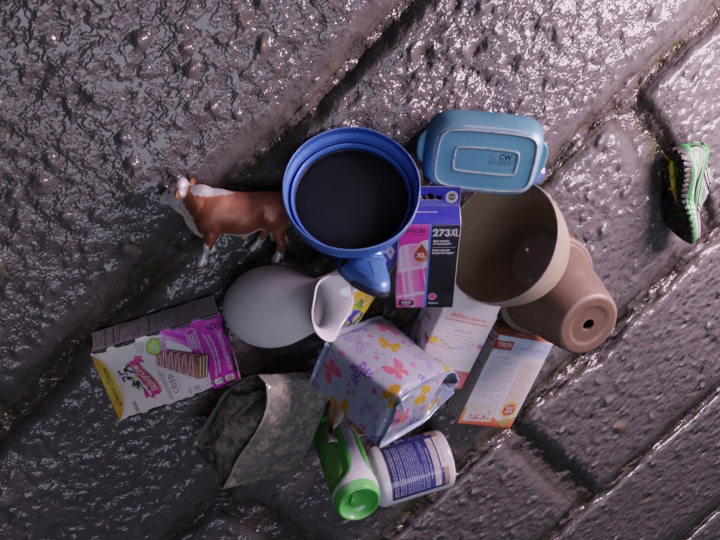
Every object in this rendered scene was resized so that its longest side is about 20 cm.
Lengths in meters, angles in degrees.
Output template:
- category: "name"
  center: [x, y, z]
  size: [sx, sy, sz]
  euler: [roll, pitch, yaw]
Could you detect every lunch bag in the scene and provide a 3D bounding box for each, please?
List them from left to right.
- category: "lunch bag"
  center: [-0.151, 0.241, 1.122]
  size: [0.163, 0.118, 0.202]
  euler: [10, 118, -52]
- category: "lunch bag"
  center: [0.046, 0.171, 1.108]
  size: [0.199, 0.169, 0.129]
  euler: [-17, 136, -50]

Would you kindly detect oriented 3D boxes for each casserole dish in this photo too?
- category: "casserole dish"
  center: [0.181, -0.167, 1.005]
  size: [0.196, 0.039, 0.123]
  euler: [5, 122, -3]

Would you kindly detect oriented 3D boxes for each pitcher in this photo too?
- category: "pitcher"
  center: [-0.095, 0.042, 1.030]
  size: [0.171, 0.197, 0.123]
  euler: [-37, 116, -48]

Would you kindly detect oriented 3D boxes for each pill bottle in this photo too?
- category: "pill bottle"
  center: [0.072, 0.382, 1.307]
  size: [0.197, 0.111, 0.113]
  euler: [-12, 120, -15]

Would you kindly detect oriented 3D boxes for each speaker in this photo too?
- category: "speaker"
  center: [-0.030, 0.327, 1.184]
  size: [0.087, 0.201, 0.090]
  euler: [-8, 122, -14]

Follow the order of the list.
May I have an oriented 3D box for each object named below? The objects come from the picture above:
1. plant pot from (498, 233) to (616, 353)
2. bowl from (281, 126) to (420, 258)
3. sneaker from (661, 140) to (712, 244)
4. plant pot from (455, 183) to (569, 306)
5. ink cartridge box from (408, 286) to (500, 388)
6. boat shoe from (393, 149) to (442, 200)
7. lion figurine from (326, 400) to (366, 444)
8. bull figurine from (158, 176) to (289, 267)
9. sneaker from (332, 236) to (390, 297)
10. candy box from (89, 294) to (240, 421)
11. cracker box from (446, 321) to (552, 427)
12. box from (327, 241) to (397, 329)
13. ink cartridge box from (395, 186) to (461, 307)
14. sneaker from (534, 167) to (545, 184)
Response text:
- category: "plant pot"
  center: [0.349, 0.049, 1.199]
  size: [0.197, 0.175, 0.203]
  euler: [-8, 119, -15]
- category: "bowl"
  center: [-0.013, -0.110, 0.978]
  size: [0.198, 0.203, 0.040]
  euler: [-20, 158, -9]
- category: "sneaker"
  center: [0.609, -0.139, 1.253]
  size: [0.084, 0.078, 0.203]
  euler: [-21, 121, -10]
- category: "plant pot"
  center: [0.257, -0.031, 1.108]
  size: [0.133, 0.200, 0.202]
  euler: [19, 110, -45]
- category: "ink cartridge box"
  center: [0.161, 0.104, 1.220]
  size: [0.115, 0.068, 0.202]
  euler: [13, 113, -26]
- category: "boat shoe"
  center: [0.108, -0.097, 1.090]
  size: [0.074, 0.075, 0.204]
  euler: [-30, 123, -10]
- category: "lion figurine"
  center: [0.009, 0.229, 1.178]
  size: [0.198, 0.124, 0.072]
  euler: [14, 147, -44]
- category: "bull figurine"
  center: [-0.191, -0.073, 0.995]
  size: [0.196, 0.065, 0.123]
  euler: [0, 120, -18]
- category: "sneaker"
  center: [-0.001, -0.042, 1.001]
  size: [0.065, 0.201, 0.079]
  euler: [11, 120, -29]
- category: "candy box"
  center: [-0.300, 0.135, 1.066]
  size: [0.197, 0.061, 0.138]
  euler: [-17, 122, -11]
- category: "cracker box"
  center: [0.265, 0.201, 1.316]
  size: [0.132, 0.058, 0.203]
  euler: [11, 113, -26]
- category: "box"
  center: [0.000, 0.000, 1.105]
  size: [0.069, 0.064, 0.202]
  euler: [24, 105, -30]
- category: "ink cartridge box"
  center: [0.103, -0.032, 1.052]
  size: [0.093, 0.037, 0.203]
  euler: [0, 122, 0]
- category: "sneaker"
  center: [0.220, -0.180, 1.070]
  size: [0.198, 0.089, 0.080]
  euler: [21, 94, -30]
